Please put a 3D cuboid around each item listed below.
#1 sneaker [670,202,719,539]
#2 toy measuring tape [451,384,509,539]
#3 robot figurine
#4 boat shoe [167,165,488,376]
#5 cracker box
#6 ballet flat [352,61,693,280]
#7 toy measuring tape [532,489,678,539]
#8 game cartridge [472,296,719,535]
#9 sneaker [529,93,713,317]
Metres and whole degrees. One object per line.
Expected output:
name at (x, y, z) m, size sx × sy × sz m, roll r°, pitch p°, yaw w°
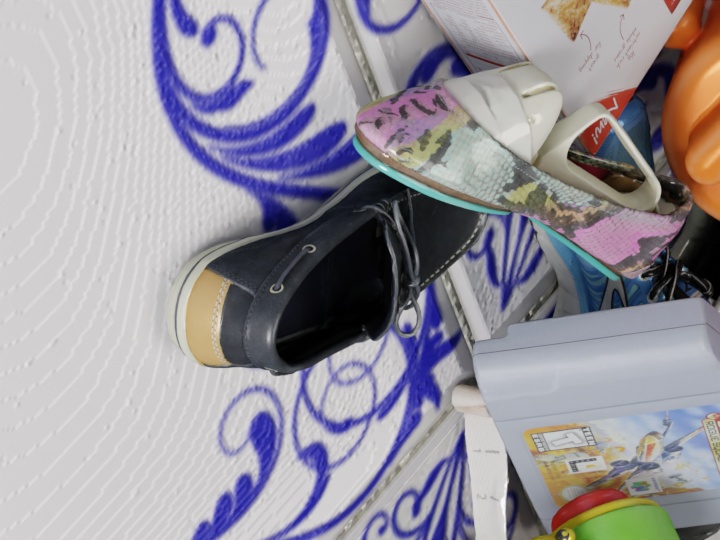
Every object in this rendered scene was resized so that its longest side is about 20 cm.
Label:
sneaker at (0.179, 0.046, 1.438) m, size 0.088 × 0.074 × 0.200 m, roll 17°, pitch 84°, yaw -53°
toy measuring tape at (0.051, 0.161, 1.343) m, size 0.074 × 0.073 × 0.200 m, roll -22°, pitch 114°, yaw -44°
robot figurine at (0.217, -0.090, 1.347) m, size 0.200 × 0.144 × 0.117 m, roll -62°, pitch 155°, yaw -61°
boat shoe at (0.000, 0.000, 1.201) m, size 0.200 × 0.062 × 0.075 m, roll -24°, pitch 122°, yaw -46°
cracker box at (0.087, -0.164, 1.231) m, size 0.134 × 0.058 × 0.200 m, roll -57°, pitch 142°, yaw -14°
ballet flat at (0.082, -0.054, 1.224) m, size 0.200 × 0.069 × 0.071 m, roll 23°, pitch 116°, yaw -41°
toy measuring tape at (0.151, 0.152, 1.356) m, size 0.200 × 0.074 × 0.074 m, roll 15°, pitch 95°, yaw -50°
game cartridge at (0.141, 0.080, 1.335) m, size 0.200 × 0.133 × 0.042 m, roll 62°, pitch 27°, yaw -56°
sneaker at (0.146, -0.005, 1.353) m, size 0.078 × 0.090 × 0.200 m, roll -38°, pitch 133°, yaw -34°
